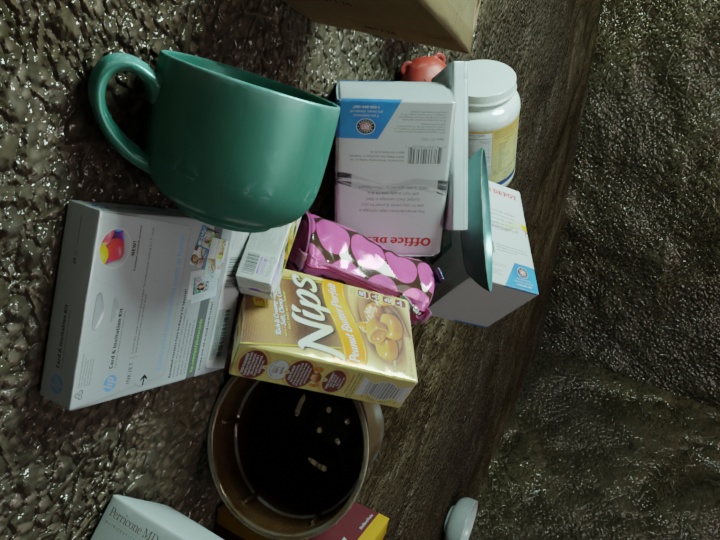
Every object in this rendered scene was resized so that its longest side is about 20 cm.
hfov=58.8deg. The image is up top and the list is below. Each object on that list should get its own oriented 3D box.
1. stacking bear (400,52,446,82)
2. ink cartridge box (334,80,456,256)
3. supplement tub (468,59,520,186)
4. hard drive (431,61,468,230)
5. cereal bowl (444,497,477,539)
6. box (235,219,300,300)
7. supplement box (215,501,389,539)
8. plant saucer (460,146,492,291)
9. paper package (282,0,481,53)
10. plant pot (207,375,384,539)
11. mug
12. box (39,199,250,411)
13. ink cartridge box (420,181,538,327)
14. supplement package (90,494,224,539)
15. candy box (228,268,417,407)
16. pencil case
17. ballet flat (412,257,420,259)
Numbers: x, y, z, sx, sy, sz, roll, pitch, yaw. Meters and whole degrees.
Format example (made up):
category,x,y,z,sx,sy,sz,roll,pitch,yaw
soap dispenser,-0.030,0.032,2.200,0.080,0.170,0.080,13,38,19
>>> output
category,x,y,z,sx,sy,sz,roll,pitch,yaw
stacking bear,0.107,-0.223,0.981,0.114,0.118,0.205,-114,-167,-60
ink cartridge box,0.037,-0.129,0.818,0.087,0.141,0.205,-96,-173,-58
supplement tub,0.213,-0.254,1.149,0.145,0.141,0.204,-53,150,-37
hard drive,0.118,-0.161,0.856,0.132,0.026,0.207,-131,-140,-81
cereal bowl,0.356,0.919,2.320,0.200,0.081,0.205,-47,146,-46
box,-0.082,-0.068,0.682,0.039,0.040,0.205,94,9,-63
supplement box,-0.086,0.410,0.853,0.132,0.192,0.206,-22,125,-60
plant saucer,0.166,-0.072,0.918,0.200,0.035,0.207,-3,90,-75
paper package,0.007,-0.293,0.594,0.189,0.195,0.107,-5,112,-65
plant pot,-0.060,0.204,0.805,0.198,0.195,0.206,22,86,-74
mug,-0.116,-0.106,0.533,0.152,0.180,0.118,-73,180,-74
box,-0.182,0.025,0.577,0.199,0.040,0.161,-6,110,-66
ink cartridge box,0.192,-0.034,1.097,0.146,0.143,0.206,-42,-138,50
supplement package,-0.217,0.344,0.614,0.204,0.114,0.118,-66,155,-17
candy box,-0.039,0.070,0.697,0.117,0.194,0.056,-93,-155,-45
pencil case,0.000,0.000,0.783,0.091,0.195,0.095,-53,-152,33
ballet flat,0.070,-0.040,1.089,0.071,0.070,0.207,-16,118,-62
